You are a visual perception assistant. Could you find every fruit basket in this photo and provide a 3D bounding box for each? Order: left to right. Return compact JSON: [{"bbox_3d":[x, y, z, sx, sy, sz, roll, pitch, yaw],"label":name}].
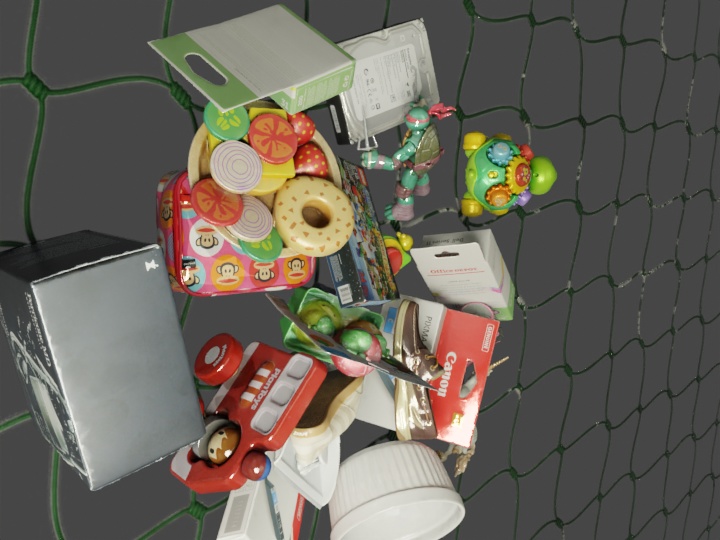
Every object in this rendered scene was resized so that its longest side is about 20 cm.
[{"bbox_3d":[-0.012,0.086,0.866,0.185,0.200,0.094,24,89,-33],"label":"fruit basket"}]

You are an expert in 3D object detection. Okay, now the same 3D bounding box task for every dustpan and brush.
[{"bbox_3d":[-0.059,0.211,0.947,0.201,0.057,0.140,-91,155,-44],"label":"dustpan and brush"}]

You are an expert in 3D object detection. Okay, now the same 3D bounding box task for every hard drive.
[{"bbox_3d":[0.032,-0.281,0.989,0.200,0.038,0.140,-30,115,-36],"label":"hard drive"}]

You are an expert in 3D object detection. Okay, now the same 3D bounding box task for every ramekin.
[{"bbox_3d":[0.044,0.339,0.996,0.199,0.105,0.201,-11,139,-10],"label":"ramekin"}]

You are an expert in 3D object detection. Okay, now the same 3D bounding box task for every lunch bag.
[{"bbox_3d":[-0.152,-0.061,0.835,0.199,0.082,0.177,-4,95,-40],"label":"lunch bag"}]

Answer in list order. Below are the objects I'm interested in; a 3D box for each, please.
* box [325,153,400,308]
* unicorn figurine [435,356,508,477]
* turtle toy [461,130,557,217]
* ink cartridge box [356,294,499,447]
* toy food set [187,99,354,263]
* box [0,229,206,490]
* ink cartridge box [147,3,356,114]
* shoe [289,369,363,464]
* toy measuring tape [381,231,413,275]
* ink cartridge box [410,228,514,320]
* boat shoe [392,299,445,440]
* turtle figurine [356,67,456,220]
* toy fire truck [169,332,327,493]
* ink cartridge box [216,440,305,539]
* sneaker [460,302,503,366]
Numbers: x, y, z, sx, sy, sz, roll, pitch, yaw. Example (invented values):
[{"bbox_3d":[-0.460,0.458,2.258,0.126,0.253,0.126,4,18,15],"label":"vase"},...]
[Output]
[{"bbox_3d":[-0.010,-0.051,0.901,0.136,0.038,0.201,2,71,-68],"label":"box"},{"bbox_3d":[0.182,0.250,1.189,0.137,0.074,0.201,-23,125,-47],"label":"unicorn figurine"},{"bbox_3d":[0.259,-0.167,1.164,0.199,0.101,0.147,-7,101,-41],"label":"turtle toy"},{"bbox_3d":[0.101,0.150,1.018,0.045,0.175,0.201,27,76,-72],"label":"ink cartridge box"},{"bbox_3d":[-0.105,-0.107,0.777,0.197,0.049,0.201,-4,80,-31],"label":"toy food set"},{"bbox_3d":[-0.268,0.074,0.669,0.124,0.196,0.201,-22,110,-37],"label":"box"},{"bbox_3d":[-0.124,-0.240,0.789,0.200,0.145,0.048,-33,155,-32],"label":"ink cartridge box"},{"bbox_3d":[-0.044,0.185,0.888,0.200,0.070,0.054,-41,125,-65],"label":"shoe"},{"bbox_3d":[0.000,0.000,0.989,0.200,0.073,0.074,-37,120,-20],"label":"toy measuring tape"},{"bbox_3d":[0.166,0.000,1.066,0.200,0.117,0.068,57,38,-44],"label":"ink cartridge box"},{"bbox_3d":[0.086,0.142,0.957,0.072,0.072,0.201,21,68,-77],"label":"boat shoe"},{"bbox_3d":[0.069,-0.175,0.967,0.150,0.101,0.201,-37,144,-28],"label":"turtle figurine"},{"bbox_3d":[-0.144,0.177,0.813,0.112,0.167,0.200,47,66,-35],"label":"toy fire truck"},{"bbox_3d":[-0.106,0.316,0.876,0.200,0.044,0.177,-81,150,-56],"label":"ink cartridge box"},{"bbox_3d":[0.154,0.143,1.097,0.200,0.079,0.095,-42,141,13],"label":"sneaker"}]
